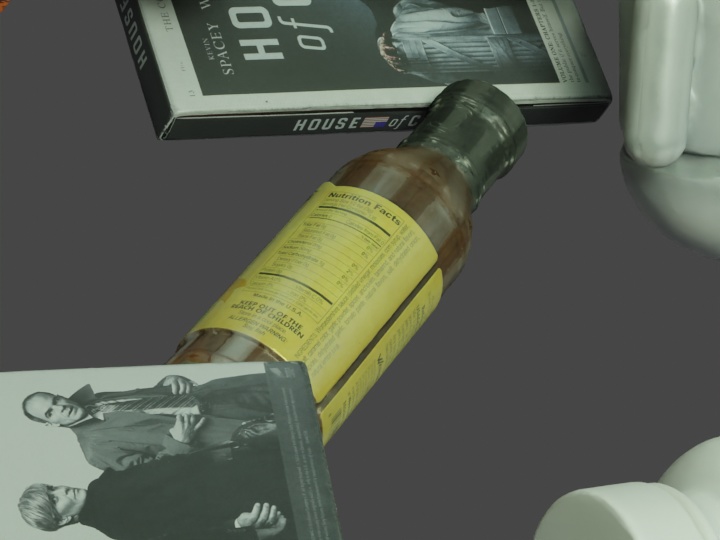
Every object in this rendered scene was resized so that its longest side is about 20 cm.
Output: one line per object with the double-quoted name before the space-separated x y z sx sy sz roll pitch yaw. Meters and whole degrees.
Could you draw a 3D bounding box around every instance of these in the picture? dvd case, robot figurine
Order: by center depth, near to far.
"dvd case" -0.103 0.094 0.818 0.199 0.025 0.151 -2 48 -12
"robot figurine" 0.158 -0.089 1.059 0.169 0.113 0.201 -17 111 -43
"dvd case" -0.008 -0.122 1.090 0.199 0.025 0.151 -4 60 -29

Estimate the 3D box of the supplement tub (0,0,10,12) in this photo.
"supplement tub" -0.189 -0.184 0.979 0.122 0.123 0.201 -2 60 -27

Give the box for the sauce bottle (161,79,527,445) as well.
"sauce bottle" 0.000 0.000 0.986 0.065 0.065 0.200 39 49 3

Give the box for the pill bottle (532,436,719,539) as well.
"pill bottle" 0.165 0.115 0.951 0.199 0.120 0.120 -3 60 -27
